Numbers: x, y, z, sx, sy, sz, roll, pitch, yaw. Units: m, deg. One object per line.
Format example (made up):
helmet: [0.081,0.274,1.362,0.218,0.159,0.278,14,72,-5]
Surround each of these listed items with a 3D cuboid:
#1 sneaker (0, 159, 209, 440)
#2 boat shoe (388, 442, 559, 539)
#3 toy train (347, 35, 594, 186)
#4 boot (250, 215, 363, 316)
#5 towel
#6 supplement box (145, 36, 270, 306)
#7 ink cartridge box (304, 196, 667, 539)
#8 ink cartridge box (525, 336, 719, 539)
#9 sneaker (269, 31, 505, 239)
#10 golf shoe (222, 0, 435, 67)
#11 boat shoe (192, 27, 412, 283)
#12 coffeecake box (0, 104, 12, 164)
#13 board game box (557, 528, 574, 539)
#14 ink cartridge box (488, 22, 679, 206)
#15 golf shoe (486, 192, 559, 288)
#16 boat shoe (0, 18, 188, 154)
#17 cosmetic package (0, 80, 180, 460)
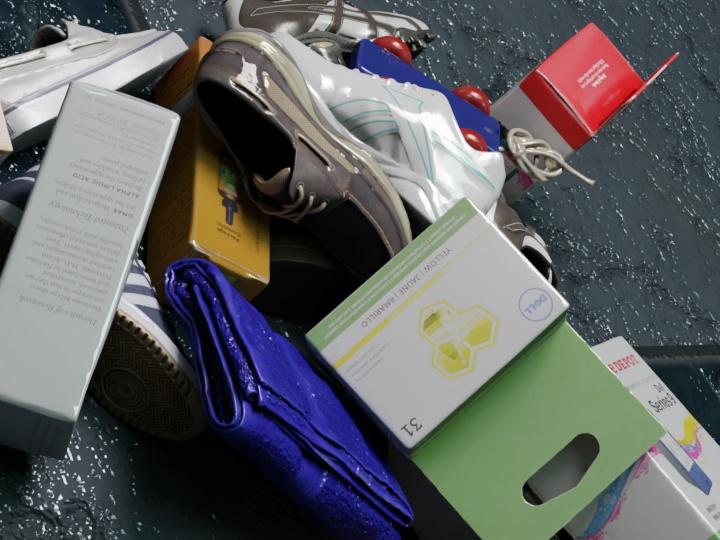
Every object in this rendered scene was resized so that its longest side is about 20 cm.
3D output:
sneaker: [-0.153,0.011,1.566,0.200,0.070,0.109,43,37,-4]
boat shoe: [0.100,0.171,1.688,0.202,0.075,0.086,53,35,-1]
toy train: [0.056,-0.072,1.807,0.200,0.116,0.085,31,28,-13]
boot: [0.000,0.000,1.746,0.200,0.074,0.076,18,37,-33]
towel: [-0.041,0.086,1.563,0.200,0.050,0.148,46,16,-46]
supplement box: [-0.103,-0.061,1.690,0.067,0.069,0.200,27,39,-28]
ink cartridge box: [0.082,0.073,1.615,0.200,0.146,0.048,47,-9,13]
ink cartridge box: [0.195,0.150,1.700,0.200,0.088,0.145,48,18,12]
sneaker: [0.014,-0.100,1.709,0.200,0.070,0.080,42,76,7]
golf shoe: [-0.022,-0.183,1.866,0.200,0.078,0.095,-12,67,-52]
boat shoe: [-0.046,-0.065,1.650,0.200,0.074,0.073,51,44,-7]
coffeecake box: [-0.325,-0.131,1.506,0.200,0.073,0.154,11,49,-42]
board game box: [0.205,0.246,1.772,0.120,0.032,0.200,-17,72,-48]
ink cartridge box: [0.136,-0.112,1.877,0.067,0.200,0.116,49,35,-1]
golf shoe: [0.103,0.005,1.794,0.095,0.078,0.200,59,7,30]
boat shoe: [-0.194,-0.134,1.660,0.200,0.072,0.066,-32,88,-46]
cosmetic package: [-0.171,0.001,1.453,0.074,0.102,0.200,17,71,-6]
